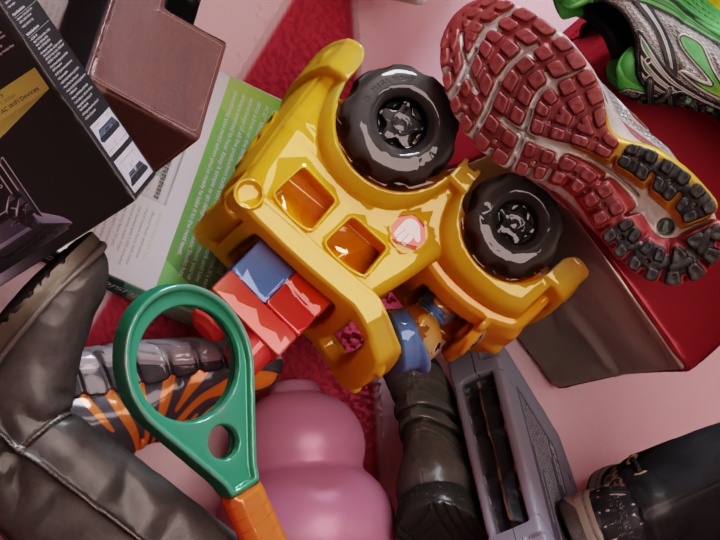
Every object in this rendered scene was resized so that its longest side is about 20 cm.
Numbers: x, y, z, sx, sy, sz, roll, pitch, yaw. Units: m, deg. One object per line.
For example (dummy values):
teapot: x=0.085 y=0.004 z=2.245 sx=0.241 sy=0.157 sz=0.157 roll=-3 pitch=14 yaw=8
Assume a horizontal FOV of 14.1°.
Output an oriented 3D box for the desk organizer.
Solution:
desk organizer: x=-0.117 y=-0.159 z=1.664 sx=0.077 sy=0.072 sz=0.200 roll=28 pitch=57 yaw=-22

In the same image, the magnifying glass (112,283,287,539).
magnifying glass: x=-0.074 y=0.101 z=1.581 sx=0.079 sy=0.022 sz=0.200 roll=-31 pitch=107 yaw=-30

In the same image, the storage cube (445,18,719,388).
storage cube: x=0.169 y=-0.051 z=1.766 sx=0.180 sy=0.171 sz=0.200 roll=-41 pitch=102 yaw=-23

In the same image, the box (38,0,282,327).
box: x=-0.151 y=-0.070 z=1.691 sx=0.200 sy=0.036 sz=0.145 roll=25 pitch=74 yaw=-20

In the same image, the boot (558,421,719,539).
boot: x=0.210 y=0.128 z=1.731 sx=0.153 sy=0.204 sz=0.074 roll=-25 pitch=84 yaw=16

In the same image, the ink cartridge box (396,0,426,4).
ink cartridge box: x=0.003 y=-0.280 z=1.715 sx=0.145 sy=0.083 sz=0.200 roll=-54 pitch=134 yaw=-19

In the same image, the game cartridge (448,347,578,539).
game cartridge: x=0.104 y=0.144 z=1.704 sx=0.041 sy=0.200 sz=0.133 roll=-21 pitch=131 yaw=8

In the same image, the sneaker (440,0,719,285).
sneaker: x=0.120 y=-0.069 z=1.620 sx=0.078 sy=0.082 sz=0.200 roll=-42 pitch=88 yaw=6

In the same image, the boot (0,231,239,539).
boot: x=-0.133 y=0.104 z=1.591 sx=0.200 sy=0.073 sz=0.182 roll=38 pitch=93 yaw=-6

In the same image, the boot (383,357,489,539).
boot: x=0.066 y=0.145 z=1.744 sx=0.200 sy=0.068 sz=0.131 roll=64 pitch=15 yaw=-45

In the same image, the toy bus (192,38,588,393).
toy bus: x=0.000 y=0.000 z=1.653 sx=0.200 sy=0.136 sz=0.192 roll=42 pitch=68 yaw=-5

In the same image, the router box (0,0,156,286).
router box: x=-0.237 y=-0.060 z=1.575 sx=0.200 sy=0.052 sz=0.157 roll=-30 pitch=101 yaw=18

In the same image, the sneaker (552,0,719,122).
sneaker: x=0.188 y=-0.114 z=1.656 sx=0.200 sy=0.078 sz=0.085 roll=44 pitch=76 yaw=-3

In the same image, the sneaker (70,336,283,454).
sneaker: x=-0.138 y=0.099 z=1.666 sx=0.199 sy=0.078 sz=0.112 roll=-7 pitch=93 yaw=-16

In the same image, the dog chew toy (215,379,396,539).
dog chew toy: x=-0.031 y=0.163 z=1.682 sx=0.124 sy=0.124 sz=0.201 roll=2 pitch=76 yaw=-25
